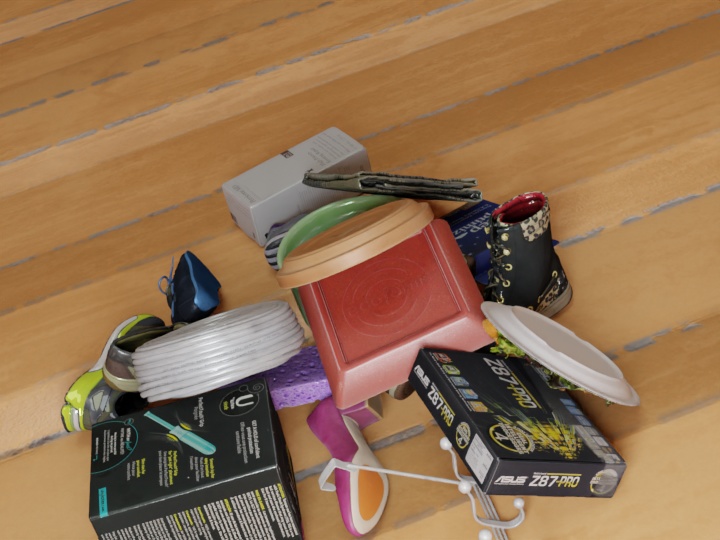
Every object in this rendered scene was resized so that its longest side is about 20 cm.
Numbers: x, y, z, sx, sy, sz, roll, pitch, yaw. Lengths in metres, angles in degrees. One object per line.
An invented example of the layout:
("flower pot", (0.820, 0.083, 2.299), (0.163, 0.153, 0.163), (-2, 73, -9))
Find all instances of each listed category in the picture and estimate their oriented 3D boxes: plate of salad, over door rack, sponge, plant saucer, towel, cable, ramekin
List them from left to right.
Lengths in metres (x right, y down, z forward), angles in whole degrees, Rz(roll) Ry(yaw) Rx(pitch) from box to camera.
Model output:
("cable", (-0.159, 0.089, 1.425), (0.198, 0.070, 0.199), (-18, 3, -27))
("sponge", (-0.069, 0.125, 1.499), (0.197, 0.030, 0.112), (-11, 19, 7))
("plant saucer", (-0.010, -0.036, 1.470), (0.198, 0.033, 0.200), (-25, 8, 4))
("ramekin", (0.000, 0.000, 1.608), (0.197, 0.099, 0.201), (-10, 35, 7))
("plant saucer", (0.034, 0.036, 1.438), (0.198, 0.037, 0.201), (-24, 46, 3))
("towel", (0.042, -0.117, 1.683), (0.190, 0.035, 0.199), (5, 3, -26))
("over door rack", (0.072, 0.233, 1.235), (0.197, 0.067, 0.148), (2, 31, -16))
("plate of salad", (0.211, 0.096, 1.360), (0.048, 0.199, 0.200), (-60, 37, 12))

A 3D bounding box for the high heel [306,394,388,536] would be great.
("high heel", (-0.025, 0.213, 1.370), (0.095, 0.067, 0.202), (-28, 40, 25))

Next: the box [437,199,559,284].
("box", (0.156, -0.041, 1.624), (0.120, 0.033, 0.200), (-28, 24, -17))

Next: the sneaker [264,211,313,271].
("sneaker", (-0.042, -0.068, 1.744), (0.198, 0.075, 0.088), (-17, 30, 0))

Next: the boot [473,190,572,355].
("boot", (0.158, 0.013, 1.477), (0.203, 0.155, 0.073), (-33, 38, -22))

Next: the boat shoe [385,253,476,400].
("boat shoe", (0.065, 0.060, 1.495), (0.074, 0.075, 0.203), (21, 59, 18))

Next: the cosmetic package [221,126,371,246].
("cosmetic package", (-0.091, -0.125, 1.840), (0.199, 0.075, 0.101), (-29, 36, -20))

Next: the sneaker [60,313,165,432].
("sneaker", (-0.290, 0.135, 1.577), (0.080, 0.074, 0.201), (15, 46, 15))

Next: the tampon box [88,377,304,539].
("tampon box", (-0.172, 0.229, 1.334), (0.197, 0.127, 0.150), (-15, 34, 0))

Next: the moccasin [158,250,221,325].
("moccasin", (-0.230, 0.025, 1.658), (0.068, 0.080, 0.200), (-44, 10, 4))

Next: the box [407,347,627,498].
("box", (0.159, 0.157, 1.310), (0.159, 0.050, 0.200), (9, 25, -27))

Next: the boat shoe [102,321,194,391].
("boat shoe", (-0.216, 0.097, 1.543), (0.199, 0.066, 0.072), (-10, 52, -27))
